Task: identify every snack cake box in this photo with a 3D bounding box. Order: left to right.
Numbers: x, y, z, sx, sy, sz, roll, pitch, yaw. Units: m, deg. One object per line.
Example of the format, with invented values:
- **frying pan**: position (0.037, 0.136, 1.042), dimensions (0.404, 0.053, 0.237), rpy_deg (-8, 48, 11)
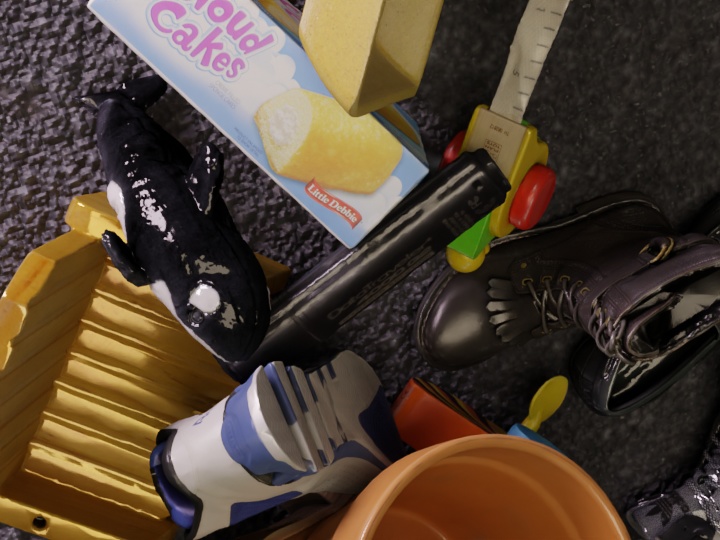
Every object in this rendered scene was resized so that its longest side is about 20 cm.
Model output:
- **snack cake box**: position (-0.055, -0.115, 0.939), dimensions (0.200, 0.115, 0.067), rpy_deg (42, 103, -14)

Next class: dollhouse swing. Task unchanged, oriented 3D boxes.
- **dollhouse swing**: position (-0.141, 0.080, 0.956), dimensions (0.181, 0.176, 0.201), rpy_deg (22, 100, -14)

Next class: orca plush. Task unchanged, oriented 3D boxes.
- **orca plush**: position (-0.091, -0.048, 0.926), dimensions (0.105, 0.201, 0.071), rpy_deg (19, 128, -36)

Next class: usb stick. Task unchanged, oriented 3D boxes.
- **usb stick**: position (0.000, 0.000, 0.957), dimensions (0.200, 0.055, 0.033), rpy_deg (-37, 63, 5)

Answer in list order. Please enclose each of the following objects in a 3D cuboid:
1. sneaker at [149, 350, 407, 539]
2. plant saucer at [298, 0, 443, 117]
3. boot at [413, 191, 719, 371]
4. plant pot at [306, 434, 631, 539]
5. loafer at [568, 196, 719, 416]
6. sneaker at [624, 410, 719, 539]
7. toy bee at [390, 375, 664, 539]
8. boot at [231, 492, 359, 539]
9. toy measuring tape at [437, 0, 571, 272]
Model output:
- **sneaker**: position (-0.057, 0.103, 0.958), dimensions (0.115, 0.199, 0.081), rpy_deg (-25, 75, 20)
- **plant saucer**: position (0.020, -0.193, 0.908), dimensions (0.048, 0.200, 0.201), rpy_deg (17, 102, 8)
- **boot**: position (0.132, 0.018, 0.982), dimensions (0.199, 0.174, 0.069), rpy_deg (-30, 108, 0)
- **plant pot**: position (0.045, 0.199, 0.947), dimensions (0.199, 0.140, 0.201), rpy_deg (5, 79, -29)
- **loafer**: position (0.218, 0.019, 1.050), dimensions (0.201, 0.070, 0.068), rpy_deg (-45, 107, 5)
- **sneaker**: position (0.234, 0.137, 1.082), dimensions (0.113, 0.076, 0.201), rpy_deg (-11, 109, -9)
- **toy bee**: position (0.105, 0.144, 1.063), dimensions (0.131, 0.109, 0.200), rpy_deg (-35, 82, 9)
- **boot**: position (-0.029, 0.213, 1.032), dimensions (0.155, 0.077, 0.200), rpy_deg (44, 53, -19)
- **toy measuring tape**: position (0.095, -0.089, 0.993), dimensions (0.073, 0.074, 0.201), rpy_deg (13, 114, -12)
